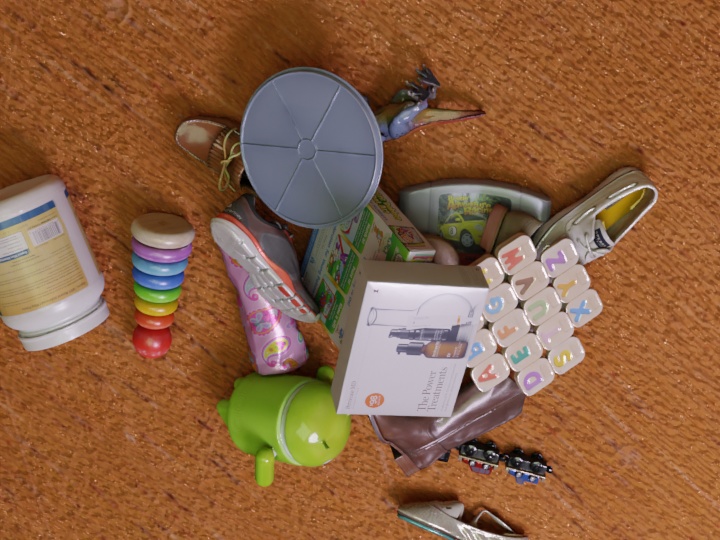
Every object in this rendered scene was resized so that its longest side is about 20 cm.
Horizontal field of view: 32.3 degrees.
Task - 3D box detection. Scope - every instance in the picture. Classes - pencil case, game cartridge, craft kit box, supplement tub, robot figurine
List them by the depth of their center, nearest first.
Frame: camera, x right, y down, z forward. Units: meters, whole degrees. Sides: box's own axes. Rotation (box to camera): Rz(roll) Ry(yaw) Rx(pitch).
[{"bbox_3d":[0.000,0.000,1.568,0.048,0.198,0.201,-2,127,-31],"label":"craft kit box"},{"bbox_3d":[0.147,-0.053,1.631,0.199,0.041,0.134,3,105,4],"label":"game cartridge"},{"bbox_3d":[-0.425,-0.011,1.639,0.144,0.145,0.201,-17,106,10],"label":"supplement tub"},{"bbox_3d":[-0.128,0.037,1.661,0.087,0.087,0.201,-11,106,9],"label":"pencil case"},{"bbox_3d":[-0.097,0.198,1.664,0.199,0.176,0.116,4,133,39],"label":"robot figurine"}]

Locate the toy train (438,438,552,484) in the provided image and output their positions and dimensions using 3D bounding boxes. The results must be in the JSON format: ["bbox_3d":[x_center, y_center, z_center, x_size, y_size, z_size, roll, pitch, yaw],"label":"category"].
[{"bbox_3d":[0.169,0.262,1.734,0.199,0.034,0.046,14,112,1],"label":"toy train"}]

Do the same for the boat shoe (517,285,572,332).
[{"bbox_3d":[0.186,0.059,1.647,0.199,0.072,0.069,-9,148,15],"label":"boat shoe"}]

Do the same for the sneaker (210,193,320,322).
[{"bbox_3d":[-0.102,-0.017,1.576,0.077,0.082,0.200,4,139,49],"label":"sneaker"}]

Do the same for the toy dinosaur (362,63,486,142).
[{"bbox_3d":[0.026,-0.172,1.578,0.200,0.105,0.182,31,127,-16],"label":"toy dinosaur"}]

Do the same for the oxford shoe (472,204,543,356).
[{"bbox_3d":[0.177,0.021,1.571,0.073,0.071,0.201,14,94,15],"label":"oxford shoe"}]

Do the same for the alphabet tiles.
[{"bbox_3d":[0.207,0.057,1.558,0.195,0.015,0.201,-32,114,-7],"label":"alphabet tiles"}]

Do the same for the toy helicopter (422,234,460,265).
[{"bbox_3d":[0.073,0.052,1.609,0.132,0.079,0.201,17,102,-12],"label":"toy helicopter"}]

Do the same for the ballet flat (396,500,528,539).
[{"bbox_3d":[0.147,0.360,1.764,0.199,0.067,0.063,26,81,-8],"label":"ballet flat"}]

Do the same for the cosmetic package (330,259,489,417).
[{"bbox_3d":[0.056,0.084,1.489,0.150,0.052,0.201,4,124,-13],"label":"cosmetic package"}]

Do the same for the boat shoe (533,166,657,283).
[{"bbox_3d":[0.295,-0.049,1.583,0.200,0.070,0.071,-39,115,6],"label":"boat shoe"}]

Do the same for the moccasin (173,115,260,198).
[{"bbox_3d":[-0.149,-0.135,1.607,0.201,0.078,0.074,34,108,-6],"label":"moccasin"}]

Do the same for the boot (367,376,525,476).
[{"bbox_3d":[0.113,0.171,1.649,0.199,0.064,0.187,-29,133,5],"label":"boot"}]

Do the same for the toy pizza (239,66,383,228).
[{"bbox_3d":[-0.059,-0.151,1.532,0.199,0.032,0.201,8,109,25],"label":"toy pizza"}]

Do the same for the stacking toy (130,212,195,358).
[{"bbox_3d":[-0.276,0.028,1.676,0.085,0.085,0.201,11,113,1],"label":"stacking toy"}]
